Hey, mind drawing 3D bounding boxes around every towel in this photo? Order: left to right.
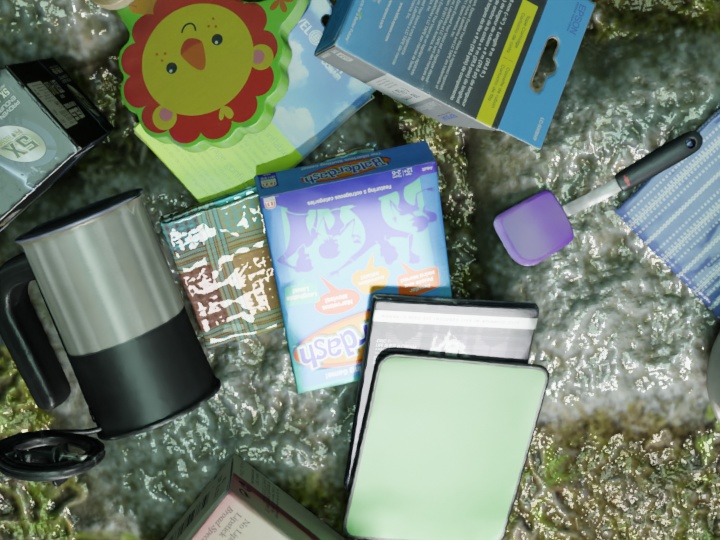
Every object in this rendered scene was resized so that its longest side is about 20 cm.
[{"bbox_3d":[-0.060,-0.017,1.223,0.199,0.022,0.147,-19,121,-3],"label":"towel"},{"bbox_3d":[0.349,-0.036,1.270,0.200,0.024,0.145,44,98,-8],"label":"towel"}]

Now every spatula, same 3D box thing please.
[{"bbox_3d":[0.216,-0.070,1.248,0.199,0.021,0.057,-29,95,9],"label":"spatula"}]

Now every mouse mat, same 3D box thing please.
[{"bbox_3d":[0.075,0.165,1.261,0.160,0.008,0.201,6,117,-13],"label":"mouse mat"}]

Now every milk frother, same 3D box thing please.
[{"bbox_3d":[-0.236,0.057,1.165,0.179,0.200,0.189,-21,101,6],"label":"milk frother"}]

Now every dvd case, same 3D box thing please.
[{"bbox_3d":[0.070,0.115,1.247,0.147,0.016,0.201,3,117,-11],"label":"dvd case"}]

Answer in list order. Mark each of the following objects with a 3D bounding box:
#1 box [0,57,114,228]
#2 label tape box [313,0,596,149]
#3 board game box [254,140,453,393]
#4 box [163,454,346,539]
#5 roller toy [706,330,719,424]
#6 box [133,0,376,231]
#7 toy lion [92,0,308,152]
[{"bbox_3d":[-0.298,-0.086,1.134,0.164,0.200,0.086,-41,100,4],"label":"box"},{"bbox_3d":[0.080,-0.203,1.179,0.199,0.063,0.145,26,80,-16],"label":"label tape box"},{"bbox_3d":[0.000,0.000,1.208,0.151,0.045,0.201,-13,121,-4],"label":"board game box"},{"bbox_3d":[-0.079,0.286,1.258,0.200,0.109,0.128,39,96,-8],"label":"box"},{"bbox_3d":[0.408,0.110,1.224,0.181,0.140,0.202,-1,110,-8],"label":"roller toy"},{"bbox_3d":[-0.084,-0.146,1.211,0.200,0.048,0.122,-42,100,5],"label":"box"},{"bbox_3d":[-0.121,-0.206,1.158,0.199,0.069,0.192,-36,79,6],"label":"toy lion"}]
